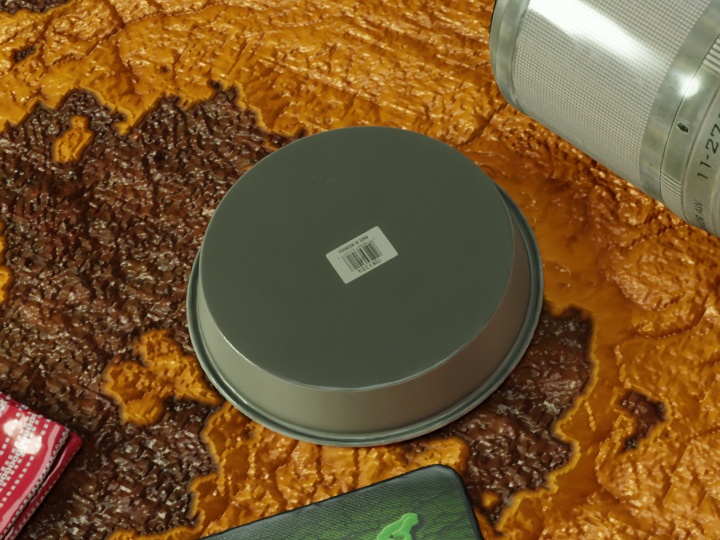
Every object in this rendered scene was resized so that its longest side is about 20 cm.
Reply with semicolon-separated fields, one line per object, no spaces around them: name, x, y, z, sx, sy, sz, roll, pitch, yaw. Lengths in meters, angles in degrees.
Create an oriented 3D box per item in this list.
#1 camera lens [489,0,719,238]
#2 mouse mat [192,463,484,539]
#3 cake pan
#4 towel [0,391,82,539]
camera lens;0.181;-0.118;0.984;0.200;0.160;0.160;37;68;27
mouse mat;-0.024;0.188;0.902;0.199;0.008;0.162;-17;56;-4
cake pan;0.000;0.000;1.006;0.199;0.037;0.201;-4;56;5
towel;-0.267;0.102;0.986;0.199;0.023;0.145;24;64;22
